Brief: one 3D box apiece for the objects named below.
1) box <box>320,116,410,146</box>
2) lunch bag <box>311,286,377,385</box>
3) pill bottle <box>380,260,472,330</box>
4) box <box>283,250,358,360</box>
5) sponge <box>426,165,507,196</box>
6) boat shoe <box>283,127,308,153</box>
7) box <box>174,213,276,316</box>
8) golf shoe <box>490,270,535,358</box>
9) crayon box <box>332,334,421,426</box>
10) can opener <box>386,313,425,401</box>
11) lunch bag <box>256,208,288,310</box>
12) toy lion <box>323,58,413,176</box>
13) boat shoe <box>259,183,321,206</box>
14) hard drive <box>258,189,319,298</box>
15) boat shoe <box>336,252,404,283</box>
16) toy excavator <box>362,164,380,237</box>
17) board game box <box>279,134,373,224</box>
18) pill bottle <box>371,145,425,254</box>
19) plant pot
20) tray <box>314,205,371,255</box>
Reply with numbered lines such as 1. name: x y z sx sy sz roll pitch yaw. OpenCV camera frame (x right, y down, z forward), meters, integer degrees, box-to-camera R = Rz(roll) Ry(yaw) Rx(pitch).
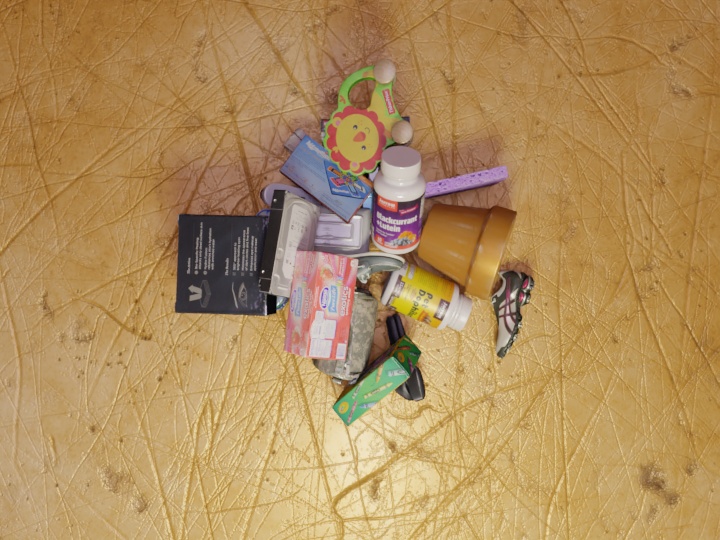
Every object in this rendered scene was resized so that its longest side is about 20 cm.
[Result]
1. box: 0.009 -0.309 1.320 0.193 0.137 0.041 -2 91 -3
2. lunch bag: -0.037 0.134 1.296 0.135 0.168 0.207 9 89 -2
3. pill bottle: 0.150 0.061 1.333 0.195 0.109 0.112 23 88 -2
4. box: -0.081 0.069 1.177 0.101 0.093 0.207 9 87 -38
5. sponge: 0.225 -0.197 1.339 0.194 0.112 0.031 -12 91 -3
6. boat shoe: -0.100 -0.232 1.347 0.065 0.072 0.201 -40 89 -2
7. box: -0.277 -0.010 1.239 0.193 0.117 0.204 2 88 3
8. golf shoe: 0.339 0.100 1.369 0.086 0.077 0.206 17 86 18
9. crayon box: 0.036 0.239 1.284 0.058 0.119 0.200 47 115 0
10. can opener: 0.100 0.201 1.357 0.077 0.063 0.206 -19 79 24
11. lunch bag: -0.202 -0.027 1.334 0.157 0.082 0.204 26 88 -3
12. toy lion: 0.007 -0.309 1.226 0.186 0.069 0.206 -16 93 6
13. boat shoe: -0.135 -0.154 1.347 0.194 0.067 0.074 8 93 -23
14. hard drive: -0.143 -0.047 1.202 0.037 0.139 0.207 7 84 27
15. boat shoe: 0.000 0.000 1.282 0.193 0.073 0.064 -1 73 11
16. toy excavator: 0.032 -0.139 1.346 0.188 0.100 0.207 2 97 -1
17. board game box: -0.074 -0.202 1.293 0.198 0.019 0.104 37 85 13
18. pill bottle: 0.079 -0.146 1.221 0.108 0.113 0.204 -1 130 -2
19. plant pot: 0.231 -0.061 1.309 0.179 0.200 0.206 20 88 14
20. tray: -0.074 -0.088 1.291 0.193 0.022 0.111 3 90 -4
